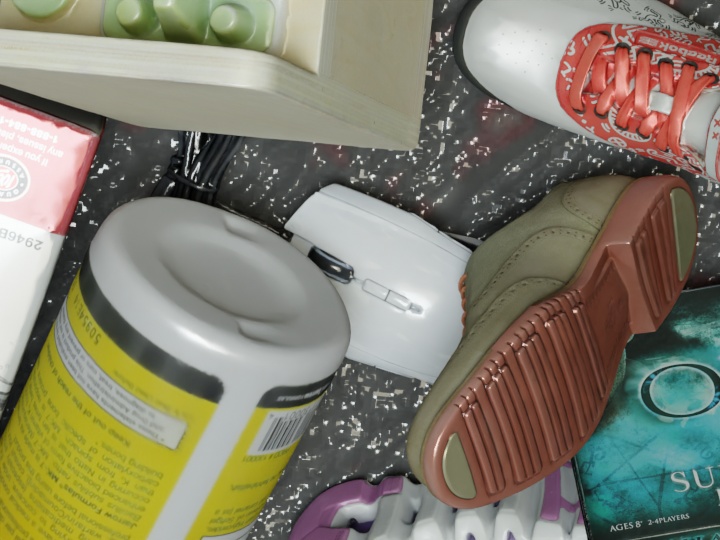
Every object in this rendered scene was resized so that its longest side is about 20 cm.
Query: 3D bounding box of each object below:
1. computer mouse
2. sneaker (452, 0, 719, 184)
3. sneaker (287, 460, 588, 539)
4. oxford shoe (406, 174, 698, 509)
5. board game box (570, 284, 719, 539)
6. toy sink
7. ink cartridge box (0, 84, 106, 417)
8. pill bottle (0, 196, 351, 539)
[{"bbox_3d":[0.000,0.000,0.947,0.199,0.044,0.110,22,98,-8],"label":"computer mouse"},{"bbox_3d":[0.141,-0.073,0.909,0.200,0.108,0.068,20,99,-8],"label":"sneaker"},{"bbox_3d":[0.071,0.134,0.954,0.199,0.081,0.089,-11,112,18],"label":"sneaker"},{"bbox_3d":[0.069,0.027,0.898,0.074,0.200,0.071,9,127,36],"label":"oxford shoe"},{"bbox_3d":[0.185,0.056,0.907,0.199,0.136,0.028,-9,134,1],"label":"board game box"},{"bbox_3d":[-0.058,-0.116,0.812,0.130,0.200,0.113,6,89,18],"label":"toy sink"},{"bbox_3d":[-0.209,0.005,0.911,0.144,0.084,0.201,20,100,-9],"label":"ink cartridge box"},{"bbox_3d":[-0.094,0.080,0.903,0.114,0.114,0.201,25,115,-9],"label":"pill bottle"}]
